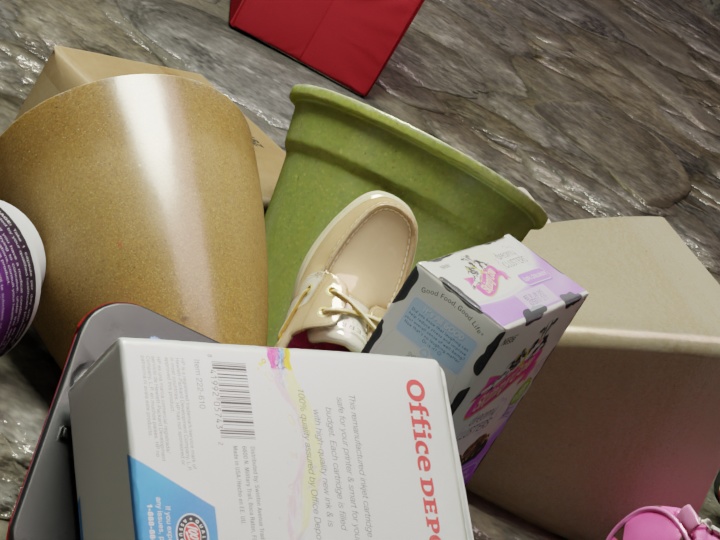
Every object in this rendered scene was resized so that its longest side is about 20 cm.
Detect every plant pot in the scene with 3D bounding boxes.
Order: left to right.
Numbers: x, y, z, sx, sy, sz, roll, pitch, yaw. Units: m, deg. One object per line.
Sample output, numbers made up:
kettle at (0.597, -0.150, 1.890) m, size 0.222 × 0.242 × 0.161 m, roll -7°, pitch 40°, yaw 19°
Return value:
plant pot at (-0.133, 0.013, 1.399) m, size 0.186 × 0.186 × 0.201 m, roll 15°, pitch 42°, yaw -39°
plant pot at (0.000, 0.000, 1.534) m, size 0.200 × 0.185 × 0.200 m, roll 27°, pitch -4°, yaw 2°
plant pot at (0.150, 0.079, 1.633) m, size 0.176 × 0.200 × 0.200 m, roll 8°, pitch 27°, yaw -25°

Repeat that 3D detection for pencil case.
pencil case at (0.267, 0.216, 1.590) m, size 0.200 × 0.094 × 0.091 m, roll 13°, pitch 25°, yaw -44°

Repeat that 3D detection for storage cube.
storage cube at (-0.027, -0.321, 2.363) m, size 0.170 × 0.180 × 0.200 m, roll 27°, pitch 20°, yaw -13°

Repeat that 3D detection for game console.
game console at (-0.088, 0.122, 1.251) m, size 0.199 × 0.031 × 0.177 m, roll 26°, pitch 50°, yaw -15°

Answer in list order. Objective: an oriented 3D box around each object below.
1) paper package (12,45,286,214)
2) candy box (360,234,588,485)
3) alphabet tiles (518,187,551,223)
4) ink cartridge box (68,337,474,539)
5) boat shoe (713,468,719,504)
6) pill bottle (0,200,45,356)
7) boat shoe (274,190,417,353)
paper package at (-0.139, -0.063, 1.657) m, size 0.200 × 0.104 × 0.190 m, roll 42°, pitch 20°, yaw 30°
candy box at (0.043, 0.084, 1.412) m, size 0.071 × 0.200 × 0.168 m, roll 37°, pitch 20°, yaw 16°
alphabet tiles at (0.122, 0.017, 1.813) m, size 0.196 × 0.015 × 0.200 m, roll 52°, pitch 40°, yaw -14°
ink cartridge box at (-0.047, 0.122, 1.208) m, size 0.199 × 0.085 × 0.145 m, roll 5°, pitch 64°, yaw -27°
boat shoe at (0.318, 0.188, 1.801) m, size 0.063 × 0.074 × 0.202 m, roll -3°, pitch 28°, yaw 9°
pill bottle at (-0.254, 0.013, 1.267) m, size 0.112 × 0.113 × 0.200 m, roll 34°, pitch 19°, yaw 8°
boat shoe at (-0.016, 0.044, 1.410) m, size 0.074 × 0.201 × 0.069 m, roll 28°, pitch -3°, yaw -18°
